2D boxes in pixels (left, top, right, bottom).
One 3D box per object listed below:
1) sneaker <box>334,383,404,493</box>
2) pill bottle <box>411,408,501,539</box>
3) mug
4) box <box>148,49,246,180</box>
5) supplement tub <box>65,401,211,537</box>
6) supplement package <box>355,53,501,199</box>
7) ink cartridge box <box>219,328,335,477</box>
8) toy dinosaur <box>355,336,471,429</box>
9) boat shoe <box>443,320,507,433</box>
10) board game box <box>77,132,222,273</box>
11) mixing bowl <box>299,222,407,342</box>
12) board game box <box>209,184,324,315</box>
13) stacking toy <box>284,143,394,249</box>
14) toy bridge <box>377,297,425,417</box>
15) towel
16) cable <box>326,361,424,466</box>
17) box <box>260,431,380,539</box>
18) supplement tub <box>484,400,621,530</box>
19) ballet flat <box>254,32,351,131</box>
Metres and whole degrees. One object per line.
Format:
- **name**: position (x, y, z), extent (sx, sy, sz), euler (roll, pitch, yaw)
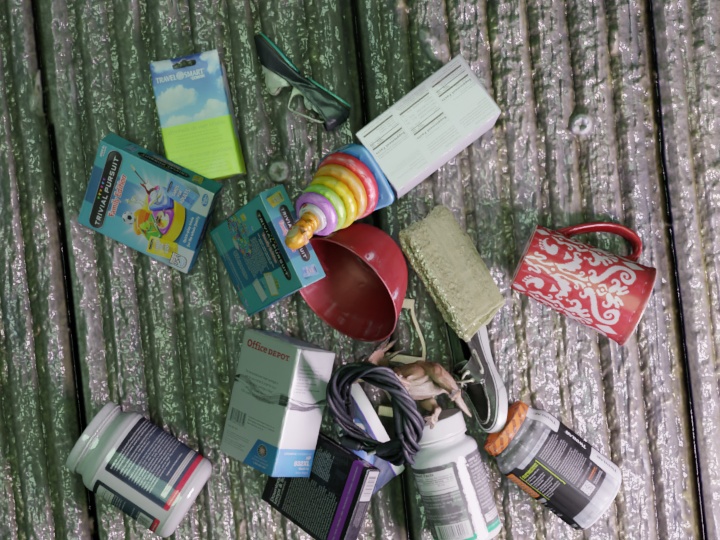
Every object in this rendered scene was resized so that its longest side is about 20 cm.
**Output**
- **sneaker**: position (-0.033, 0.276, 1.694), extent (0.145, 0.081, 0.202), euler (-30, 96, -3)
- **pill bottle**: position (0.144, 0.330, 1.675), extent (0.112, 0.113, 0.202), euler (-16, 91, 1)
- **mug**: position (0.353, 0.006, 1.679), extent (0.198, 0.178, 0.134), euler (23, 128, 5)
- **box**: position (-0.264, -0.244, 1.706), extent (0.120, 0.048, 0.203), euler (-11, 92, 1)
- **supplement tub**: position (-0.349, 0.314, 1.672), extent (0.199, 0.140, 0.141), euler (34, 92, 0)
- **supplement package**: position (0.104, -0.219, 1.645), extent (0.199, 0.156, 0.111), euler (-36, 88, 1)
- **ink cartridge box**: position (-0.131, 0.206, 1.659), extent (0.083, 0.144, 0.203), euler (11, 92, -42)
- **toy dinosaur**: position (0.083, 0.167, 1.635), extent (0.197, 0.136, 0.087), euler (11, 116, -14)
- **boat shoe**: position (0.174, 0.160, 1.666), extent (0.063, 0.071, 0.202), euler (3, 62, -35)
- **board game box**: position (-0.338, -0.106, 1.684), extent (0.198, 0.047, 0.152), euler (24, 116, 1)
- **mixing bowl**: position (0.000, 0.000, 1.652), extent (0.200, 0.200, 0.108), euler (42, 55, 0)
- **board game box**: position (-0.148, -0.027, 1.636), extent (0.047, 0.199, 0.152), euler (-25, 89, -34)
- **stacking toy**: position (-0.053, -0.091, 1.546), extent (0.115, 0.200, 0.110), euler (-18, 111, 44)
- **toy bridge**: position (0.072, 0.145, 1.716), extent (0.066, 0.027, 0.203), euler (7, 91, 0)
- **towel**: position (0.145, 0.002, 1.667), extent (0.036, 0.148, 0.201), euler (-31, 91, 40)
- **cable**: position (0.022, 0.217, 1.572), extent (0.162, 0.201, 0.051), euler (31, 48, 20)
- **box**: position (-0.066, 0.336, 1.655), extent (0.199, 0.036, 0.145), euler (25, 99, 41)
- **supplement tub**: position (0.301, 0.304, 1.667), extent (0.199, 0.123, 0.123), euler (38, 92, 0)
- **ballet flat**: position (-0.107, -0.296, 1.694), extent (0.199, 0.073, 0.073), euler (39, 92, -2)
